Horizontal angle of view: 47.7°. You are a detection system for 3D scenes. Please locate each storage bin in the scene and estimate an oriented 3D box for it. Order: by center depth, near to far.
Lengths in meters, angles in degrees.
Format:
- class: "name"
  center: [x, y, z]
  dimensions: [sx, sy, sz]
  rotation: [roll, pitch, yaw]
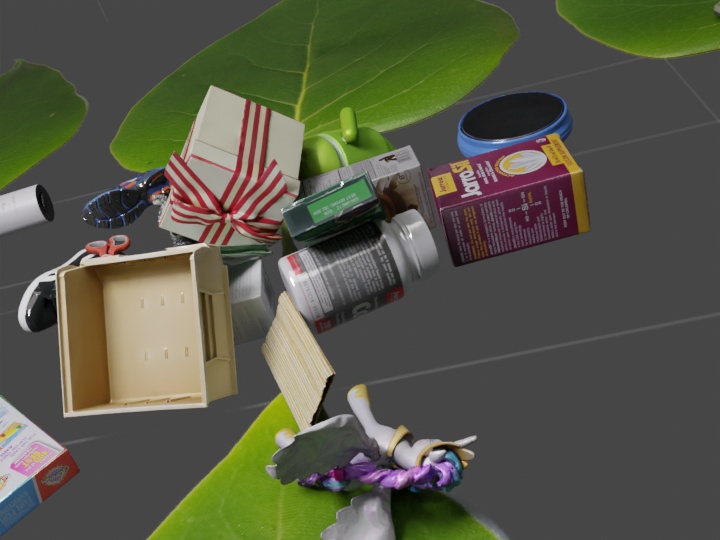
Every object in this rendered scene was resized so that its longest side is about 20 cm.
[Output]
- class: "storage bin"
  center: [-0.270, 0.074, 1.031]
  dimensions: [0.199, 0.200, 0.094]
  rotation: [-7, -4, 17]

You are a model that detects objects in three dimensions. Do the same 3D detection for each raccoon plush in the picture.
- class: "raccoon plush"
  center: [-0.291, -0.102, 1.361]
  dimensions: [0.096, 0.135, 0.200]
  rotation: [-21, 33, -3]

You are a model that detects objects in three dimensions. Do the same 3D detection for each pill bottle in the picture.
- class: "pill bottle"
  center: [0.000, 0.000, 1.093]
  dimensions: [0.199, 0.114, 0.114]
  rotation: [-23, 33, -8]

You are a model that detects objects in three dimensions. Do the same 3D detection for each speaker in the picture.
- class: "speaker"
  center: [-0.720, -0.107, 1.625]
  dimensions: [0.199, 0.082, 0.081]
  rotation: [-18, 33, 1]

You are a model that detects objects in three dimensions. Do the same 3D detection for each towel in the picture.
- class: "towel"
  center: [-0.245, 0.000, 1.177]
  dimensions: [0.199, 0.024, 0.152]
  rotation: [-19, -8, 35]

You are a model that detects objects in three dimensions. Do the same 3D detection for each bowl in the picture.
- class: "bowl"
  center: [0.263, -0.252, 1.406]
  dimensions: [0.199, 0.040, 0.201]
  rotation: [-13, 33, 9]

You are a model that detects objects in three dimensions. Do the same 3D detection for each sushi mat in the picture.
- class: "sushi mat"
  center: [-0.081, 0.111, 1.002]
  dimensions: [0.012, 0.096, 0.200]
  rotation: [9, 23, -27]

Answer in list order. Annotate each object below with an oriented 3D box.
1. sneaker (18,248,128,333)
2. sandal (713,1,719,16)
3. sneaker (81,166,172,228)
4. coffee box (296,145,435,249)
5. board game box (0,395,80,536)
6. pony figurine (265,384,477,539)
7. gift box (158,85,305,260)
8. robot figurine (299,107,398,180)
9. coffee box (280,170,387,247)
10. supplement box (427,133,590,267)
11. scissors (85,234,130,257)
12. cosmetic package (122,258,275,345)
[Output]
- class: "sneaker"
  center: [-0.448, 0.025, 1.306]
  dimensions: [0.111, 0.073, 0.200]
  rotation: [-1, 35, 27]
- class: "sandal"
  center: [0.764, -0.557, 1.597]
  dimensions: [0.080, 0.058, 0.201]
  rotation: [18, 47, 42]
- class: "sneaker"
  center: [-0.442, -0.138, 1.559]
  dimensions: [0.199, 0.076, 0.078]
  rotation: [-30, 25, -32]
- class: "coffee box"
  center: [0.002, -0.097, 1.237]
  dimensions: [0.199, 0.114, 0.080]
  rotation: [-18, 33, 1]
- class: "board game box"
  center: [-0.467, 0.250, 1.016]
  dimensions: [0.199, 0.041, 0.153]
  rotation: [19, 47, 42]
- class: "pony figurine"
  center: [-0.005, 0.193, 0.804]
  dimensions: [0.192, 0.167, 0.200]
  rotation: [-26, 17, -26]
- class: "gift box"
  center: [-0.189, -0.144, 1.194]
  dimensions: [0.183, 0.200, 0.188]
  rotation: [16, 49, -15]
- class: "robot figurine"
  center: [-0.029, -0.169, 1.326]
  dimensions: [0.199, 0.176, 0.116]
  rotation: [-17, 56, -37]
- class: "coffee box"
  center: [-0.029, -0.075, 1.092]
  dimensions: [0.122, 0.044, 0.200]
  rotation: [-24, -5, 2]
- class: "supplement box"
  center: [0.207, -0.102, 1.154]
  dimensions: [0.199, 0.104, 0.131]
  rotation: [-16, 33, 4]
- class: "scissors"
  center: [-0.398, -0.024, 1.297]
  dimensions: [0.073, 0.014, 0.200]
  rotation: [-11, 19, -18]
- class: "cosmetic package"
  center: [-0.224, 0.062, 1.148]
  dimensions: [0.199, 0.072, 0.102]
  rotation: [-15, 33, 4]
